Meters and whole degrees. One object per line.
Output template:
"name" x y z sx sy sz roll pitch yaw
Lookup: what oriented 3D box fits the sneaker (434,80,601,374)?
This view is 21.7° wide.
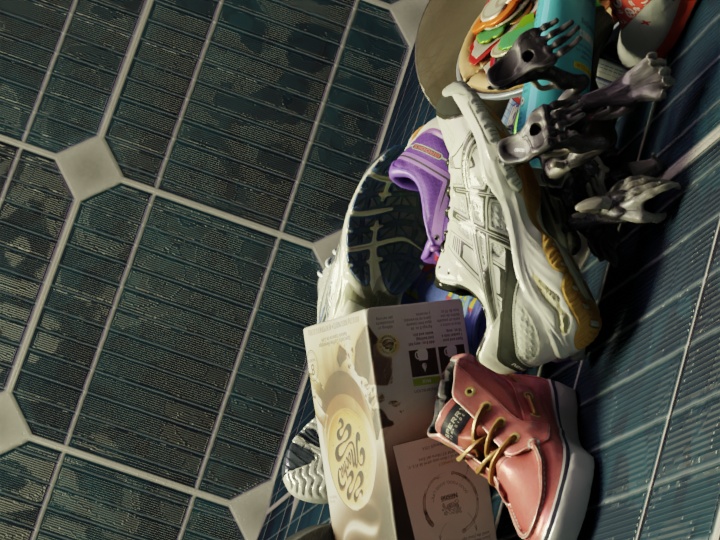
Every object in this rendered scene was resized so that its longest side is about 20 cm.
"sneaker" 0.077 -0.027 1.211 0.076 0.088 0.200 28 -143 -62

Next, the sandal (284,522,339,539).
"sandal" 0.004 0.212 1.392 0.043 0.200 0.076 -14 92 53

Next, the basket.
"basket" 0.145 -0.245 1.749 0.181 0.136 0.200 -67 7 -17

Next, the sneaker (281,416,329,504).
"sneaker" 0.027 0.150 1.476 0.199 0.079 0.130 -32 -30 -26

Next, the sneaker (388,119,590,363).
"sneaker" 0.089 -0.012 1.286 0.083 0.200 0.081 -36 -26 6

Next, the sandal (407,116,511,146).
"sandal" 0.093 -0.082 1.441 0.079 0.059 0.207 -32 38 -4

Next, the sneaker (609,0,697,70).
"sneaker" 0.186 -0.216 1.295 0.201 0.108 0.067 118 170 -62

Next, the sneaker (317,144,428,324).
"sneaker" 0.000 0.000 1.428 0.085 0.077 0.201 18 93 64

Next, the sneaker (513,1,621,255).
"sneaker" 0.154 -0.098 1.370 0.077 0.084 0.200 73 -147 -77

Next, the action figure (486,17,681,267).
"action figure" 0.154 -0.077 1.191 0.200 0.102 0.119 35 -136 -59

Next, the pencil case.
"pencil case" 0.074 0.024 1.448 0.078 0.087 0.200 -32 25 -16

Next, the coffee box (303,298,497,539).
"coffee box" 0.028 0.128 1.322 0.113 0.080 0.201 160 103 -64

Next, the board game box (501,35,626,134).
"board game box" 0.161 -0.135 1.535 0.200 0.062 0.200 -101 30 -80

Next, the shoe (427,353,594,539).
"shoe" 0.091 0.116 1.194 0.200 0.091 0.072 -84 14 -69

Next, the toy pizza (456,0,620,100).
"toy pizza" 0.153 -0.215 1.503 0.200 0.032 0.200 -32 28 20

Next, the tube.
"tube" 0.142 -0.161 1.316 0.077 0.050 0.201 36 -119 -69
